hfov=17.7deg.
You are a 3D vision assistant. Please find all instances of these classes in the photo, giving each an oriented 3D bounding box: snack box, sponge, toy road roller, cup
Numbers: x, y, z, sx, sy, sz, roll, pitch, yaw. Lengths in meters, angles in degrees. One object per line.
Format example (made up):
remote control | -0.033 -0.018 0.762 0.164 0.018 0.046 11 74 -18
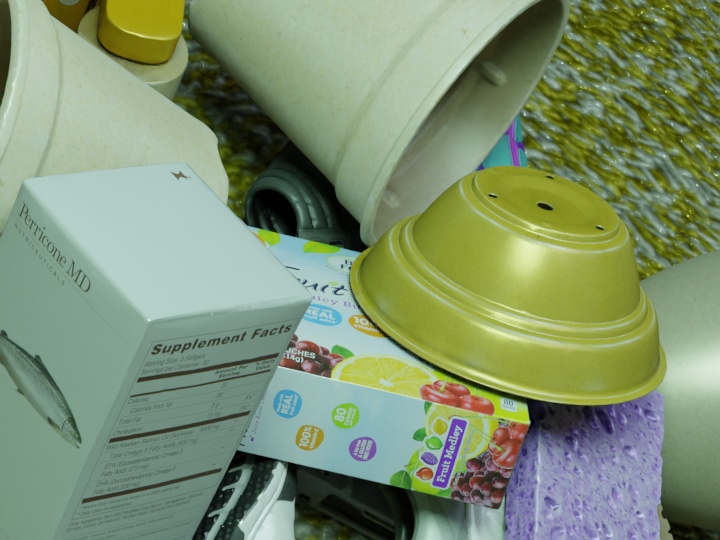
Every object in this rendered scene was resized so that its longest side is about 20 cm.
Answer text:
snack box | -0.007 0.052 1.367 0.199 0.068 0.169 15 26 -6
sponge | 0.134 0.146 1.379 0.111 0.030 0.201 29 51 -33
toy road roller | -0.188 -0.169 1.452 0.145 0.123 0.201 12 46 -16
cup | 0.212 0.084 1.544 0.143 0.201 0.201 -3 54 -14

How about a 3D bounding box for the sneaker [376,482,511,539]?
sneaker | 0.050 0.202 1.357 0.079 0.074 0.201 0 67 -19

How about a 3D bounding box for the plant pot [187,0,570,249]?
plant pot | -0.001 -0.147 1.453 0.183 0.201 0.200 38 36 13

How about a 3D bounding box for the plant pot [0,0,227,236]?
plant pot | -0.182 -0.056 1.296 0.183 0.200 0.201 24 41 -40

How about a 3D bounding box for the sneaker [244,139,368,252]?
sneaker | 0.000 0.000 1.510 0.200 0.071 0.099 50 48 3

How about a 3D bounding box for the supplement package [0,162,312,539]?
supplement package | -0.133 0.059 1.200 0.117 0.200 0.117 -8 44 -46

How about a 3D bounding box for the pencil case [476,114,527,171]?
pencil case | 0.092 -0.046 1.606 0.085 0.092 0.201 26 38 -39

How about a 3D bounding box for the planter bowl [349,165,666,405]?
planter bowl | 0.100 -0.007 1.374 0.199 0.084 0.201 15 24 -7

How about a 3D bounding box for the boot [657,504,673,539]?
boot | 0.117 0.117 1.448 0.107 0.075 0.201 -12 71 -48

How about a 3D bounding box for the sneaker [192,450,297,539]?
sneaker | -0.069 0.175 1.294 0.080 0.073 0.200 55 29 -29

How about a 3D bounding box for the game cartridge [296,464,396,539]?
game cartridge | 0.045 0.127 1.457 0.200 0.038 0.130 29 45 -19
